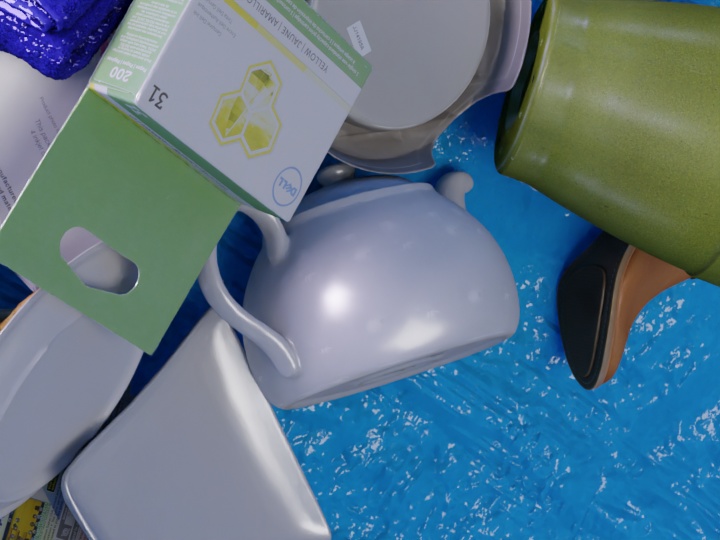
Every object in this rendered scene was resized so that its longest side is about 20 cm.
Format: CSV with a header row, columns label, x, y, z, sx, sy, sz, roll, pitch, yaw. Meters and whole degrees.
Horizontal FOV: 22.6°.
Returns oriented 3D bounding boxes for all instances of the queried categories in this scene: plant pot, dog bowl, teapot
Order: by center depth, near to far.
label,x,y,z,sx,sy,sz,roll,pitch,yaw
dog bowl,0.015,-0.165,1.172,0.200,0.059,0.201,-8,106,-31
teapot,0.000,0.000,1.188,0.197,0.200,0.146,-18,84,-2
plant pot,0.199,-0.103,1.237,0.192,0.200,0.201,16,102,-4

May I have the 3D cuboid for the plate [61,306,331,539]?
label,x,y,z,sx,sy,sz,roll,pitch,yaw
plate,-0.105,0.155,1.151,0.200,0.032,0.200,65,34,-21

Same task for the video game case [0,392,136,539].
label,x,y,z,sx,sy,sz,roll,pitch,yaw
video game case,-0.202,0.158,1.102,0.182,0.022,0.201,29,71,-48

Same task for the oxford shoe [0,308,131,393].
label,x,y,z,sx,sy,sz,roll,pitch,yaw
oxford shoe,-0.226,0.058,1.128,0.200,0.058,0.075,8,77,-49

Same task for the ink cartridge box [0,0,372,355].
label,x,y,z,sx,sy,sz,roll,pitch,yaw
ink cartridge box,-0.090,-0.062,0.953,0.145,0.048,0.200,38,76,-49

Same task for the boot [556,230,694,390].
label,x,y,z,sx,sy,sz,roll,pitch,yaw
boot,0.237,-0.005,1.377,0.154,0.074,0.201,1,105,-27

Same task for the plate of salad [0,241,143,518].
label,x,y,z,sx,sy,sz,roll,pitch,yaw
plate of salad,-0.182,0.060,1.022,0.200,0.048,0.200,-52,163,-22

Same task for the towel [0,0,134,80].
label,x,y,z,sx,sy,sz,roll,pitch,yaw
towel,-0.196,-0.198,0.942,0.148,0.200,0.050,-56,167,-22

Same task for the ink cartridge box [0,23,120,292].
label,x,y,z,sx,sy,sz,roll,pitch,yaw
ink cartridge box,-0.158,-0.117,1.039,0.200,0.147,0.145,-34,124,-17
